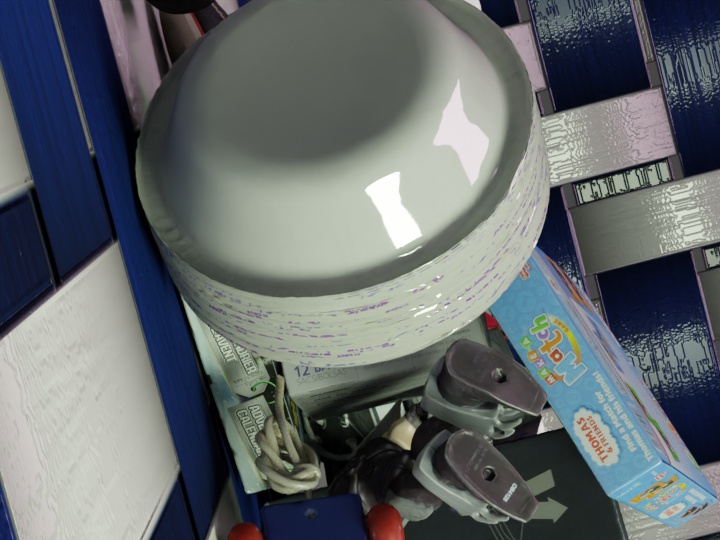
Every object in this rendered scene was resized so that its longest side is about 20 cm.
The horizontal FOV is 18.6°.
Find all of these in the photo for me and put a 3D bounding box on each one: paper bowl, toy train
[{"bbox_3d":[-0.012,-0.062,1.064,0.105,0.199,0.201,70,6,-53],"label":"paper bowl"},{"bbox_3d":[-0.020,0.161,1.081,0.201,0.084,0.116,-102,-173,-47],"label":"toy train"}]

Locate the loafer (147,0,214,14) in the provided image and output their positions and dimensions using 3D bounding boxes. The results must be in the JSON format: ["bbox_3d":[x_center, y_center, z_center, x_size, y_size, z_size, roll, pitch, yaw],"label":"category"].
[{"bbox_3d":[-0.121,-0.234,1.245,0.071,0.073,0.201,114,-32,-78],"label":"loafer"}]

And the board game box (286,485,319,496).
[{"bbox_3d":[-0.012,0.219,1.458,0.200,0.026,0.201,-99,174,-69],"label":"board game box"}]

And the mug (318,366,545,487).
[{"bbox_3d":[0.051,0.114,1.687,0.148,0.174,0.201,67,10,-71],"label":"mug"}]

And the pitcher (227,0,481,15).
[{"bbox_3d":[-0.007,-0.103,1.405,0.121,0.199,0.172,71,6,-60],"label":"pitcher"}]

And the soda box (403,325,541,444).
[{"bbox_3d":[0.063,0.101,1.356,0.200,0.068,0.064,91,-25,-72],"label":"soda box"}]

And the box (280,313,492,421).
[{"bbox_3d":[-0.002,-0.031,1.199,0.101,0.112,0.201,61,16,-77],"label":"box"}]

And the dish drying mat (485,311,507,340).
[{"bbox_3d":[0.000,0.000,1.367,0.200,0.077,0.018,32,-61,40],"label":"dish drying mat"}]

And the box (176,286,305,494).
[{"bbox_3d":[-0.068,0.012,1.228,0.200,0.040,0.138,-100,174,-62],"label":"box"}]

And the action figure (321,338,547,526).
[{"bbox_3d":[0.029,0.108,1.128,0.131,0.069,0.200,-67,-169,-26],"label":"action figure"}]

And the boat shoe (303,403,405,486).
[{"bbox_3d":[-0.011,0.090,1.320,0.200,0.068,0.074,76,-10,-49],"label":"boat shoe"}]

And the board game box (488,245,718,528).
[{"bbox_3d":[0.123,0.058,1.163,0.152,0.037,0.200,58,9,19],"label":"board game box"}]

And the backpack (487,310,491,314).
[{"bbox_3d":[0.004,0.029,1.502,0.178,0.150,0.200,51,20,-20],"label":"backpack"}]

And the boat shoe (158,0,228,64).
[{"bbox_3d":[-0.055,-0.096,1.326,0.201,0.062,0.071,57,-18,14],"label":"boat shoe"}]

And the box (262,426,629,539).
[{"bbox_3d":[0.066,0.215,1.235,0.118,0.199,0.198,72,5,-58],"label":"box"}]
